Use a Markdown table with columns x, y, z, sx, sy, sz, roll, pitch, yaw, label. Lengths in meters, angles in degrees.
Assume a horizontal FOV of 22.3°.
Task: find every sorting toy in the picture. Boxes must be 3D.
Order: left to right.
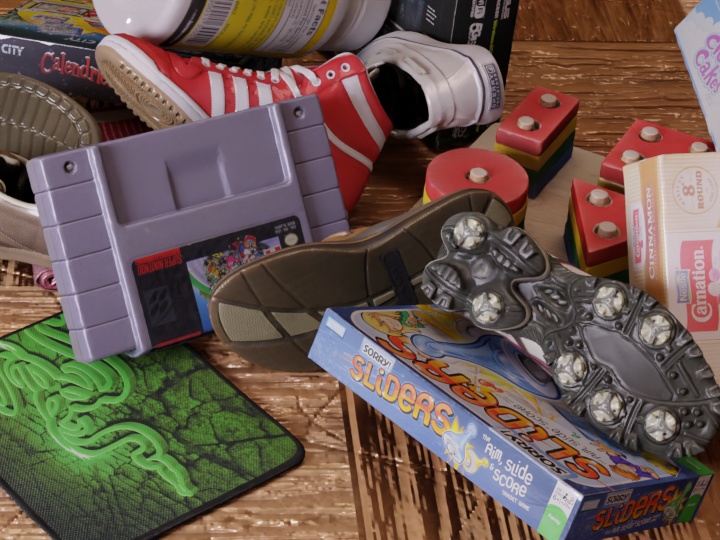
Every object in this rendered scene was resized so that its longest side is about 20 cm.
| x | y | z | sx | sy | sz | roll | pitch | yaw | label |
| --- | --- | --- | --- | --- | --- | --- | --- | --- | --- |
| 0.140 | -0.042 | 1.220 | 0.199 | 0.070 | 0.199 | 21 | 39 | 20 | sorting toy |

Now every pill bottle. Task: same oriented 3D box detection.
| x | y | z | sx | sy | sz | roll | pitch | yaw | label |
| --- | --- | --- | --- | --- | --- | --- | --- | --- | --- |
| -0.079 | -0.207 | 1.277 | 0.199 | 0.115 | 0.114 | -1 | 30 | -44 | pill bottle |

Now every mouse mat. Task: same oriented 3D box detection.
| x | y | z | sx | sy | sz | roll | pitch | yaw | label |
| --- | --- | --- | --- | --- | --- | --- | --- | --- | --- |
| -0.149 | 0.085 | 1.067 | 0.160 | 0.008 | 0.200 | -24 | 44 | -34 | mouse mat |

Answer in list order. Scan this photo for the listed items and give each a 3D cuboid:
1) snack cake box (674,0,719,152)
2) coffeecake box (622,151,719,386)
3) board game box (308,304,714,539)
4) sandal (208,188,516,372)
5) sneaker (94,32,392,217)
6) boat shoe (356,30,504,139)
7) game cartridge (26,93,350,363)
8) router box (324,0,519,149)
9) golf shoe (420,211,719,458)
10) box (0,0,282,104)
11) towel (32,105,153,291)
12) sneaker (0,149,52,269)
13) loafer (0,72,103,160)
| x | y | z | sx | sy | sz | roll | pitch | yaw | label |
| --- | --- | --- | --- | --- | --- | --- | --- | --- | --- |
| 0.295 | -0.097 | 1.240 | 0.114 | 0.067 | 0.201 | 20 | 42 | -31 | snack cake box |
| 0.264 | 0.007 | 1.089 | 0.198 | 0.155 | 0.073 | -3 | -2 | -10 | coffeecake box |
| 0.084 | 0.081 | 1.033 | 0.200 | 0.035 | 0.135 | 35 | 22 | 35 | board game box |
| 0.000 | 0.000 | 1.128 | 0.199 | 0.082 | 0.055 | -26 | 22 | -13 | sandal |
| -0.071 | -0.120 | 1.214 | 0.199 | 0.071 | 0.113 | 36 | 76 | -11 | sneaker |
| 0.026 | -0.123 | 1.278 | 0.065 | 0.073 | 0.200 | -15 | 17 | -23 | boat shoe |
| -0.097 | -0.027 | 1.126 | 0.199 | 0.131 | 0.038 | -17 | 1 | -32 | game cartridge |
| 0.036 | -0.206 | 1.366 | 0.062 | 0.151 | 0.200 | -15 | 40 | -30 | router box |
| 0.130 | 0.034 | 1.048 | 0.200 | 0.077 | 0.088 | 38 | 8 | 24 | golf shoe |
| -0.167 | -0.158 | 1.346 | 0.198 | 0.038 | 0.137 | 10 | 21 | 8 | box |
| -0.161 | -0.055 | 1.248 | 0.143 | 0.023 | 0.200 | -7 | 36 | -13 | towel |
| -0.241 | -0.047 | 1.157 | 0.198 | 0.076 | 0.071 | 1 | 37 | 14 | sneaker |
| -0.258 | -0.093 | 1.230 | 0.198 | 0.077 | 0.067 | 13 | -7 | 17 | loafer |
